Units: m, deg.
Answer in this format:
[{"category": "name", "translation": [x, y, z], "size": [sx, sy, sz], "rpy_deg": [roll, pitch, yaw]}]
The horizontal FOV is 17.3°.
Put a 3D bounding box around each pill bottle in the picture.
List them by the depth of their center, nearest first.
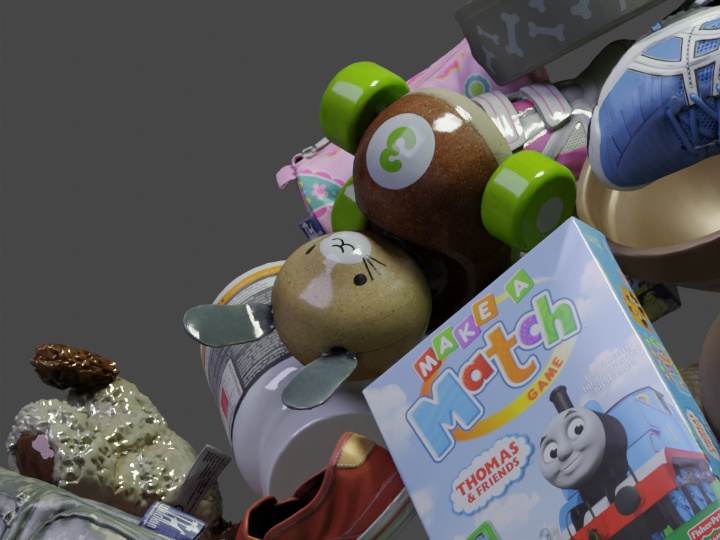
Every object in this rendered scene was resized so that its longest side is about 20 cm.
[{"category": "pill bottle", "translation": [-0.030, 0.082, 1.467], "size": [0.116, 0.116, 0.200], "rpy_deg": [-39, 27, 7]}]

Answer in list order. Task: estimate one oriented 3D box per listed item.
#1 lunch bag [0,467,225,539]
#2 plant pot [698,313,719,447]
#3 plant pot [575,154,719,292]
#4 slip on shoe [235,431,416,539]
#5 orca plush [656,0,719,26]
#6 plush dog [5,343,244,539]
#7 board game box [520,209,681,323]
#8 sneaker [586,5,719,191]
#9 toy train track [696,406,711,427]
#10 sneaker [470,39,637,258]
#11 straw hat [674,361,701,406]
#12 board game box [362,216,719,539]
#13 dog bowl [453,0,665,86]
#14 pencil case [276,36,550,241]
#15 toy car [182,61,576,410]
[{"category": "lunch bag", "translation": [-0.156, 0.215, 1.246], "size": [0.168, 0.139, 0.200], "rpy_deg": [16, 71, 41]}, {"category": "plant pot", "translation": [0.254, 0.039, 1.115], "size": [0.175, 0.200, 0.200], "rpy_deg": [-36, 22, 52]}, {"category": "plant pot", "translation": [0.230, -0.055, 1.351], "size": [0.201, 0.093, 0.201], "rpy_deg": [-32, 30, 21]}, {"category": "slip on shoe", "translation": [-0.044, 0.154, 1.300], "size": [0.200, 0.061, 0.074], "rpy_deg": [-43, 6, 33]}, {"category": "orca plush", "translation": [0.251, -0.156, 1.487], "size": [0.105, 0.071, 0.200], "rpy_deg": [-37, 4, -6]}, {"category": "plush dog", "translation": [-0.152, 0.136, 1.532], "size": [0.160, 0.200, 0.172], "rpy_deg": [-13, 33, -16]}, {"category": "board game box", "translation": [0.133, -0.012, 1.490], "size": [0.120, 0.032, 0.200], "rpy_deg": [-36, 28, 21]}, {"category": "sneaker", "translation": [0.207, -0.108, 1.275], "size": [0.200, 0.076, 0.077], "rpy_deg": [-36, 24, 14]}, {"category": "toy train track", "translation": [0.095, 0.079, 1.226], "size": [0.200, 0.033, 0.115], "rpy_deg": [-2, 65, 45]}, {"category": "sneaker", "translation": [0.104, -0.079, 1.496], "size": [0.200, 0.088, 0.081], "rpy_deg": [-45, 27, -3]}, {"category": "straw hat", "translation": [0.128, 0.099, 1.270], "size": [0.201, 0.085, 0.201], "rpy_deg": [-32, 29, 20]}, {"category": "board game box", "translation": [0.097, 0.095, 1.174], "size": [0.151, 0.037, 0.200], "rpy_deg": [-41, 50, 19]}, {"category": "dog bowl", "translation": [0.154, -0.184, 1.539], "size": [0.200, 0.059, 0.200], "rpy_deg": [-27, 2, 1]}, {"category": "pencil case", "translation": [0.041, -0.094, 1.666], "size": [0.200, 0.087, 0.087], "rpy_deg": [-34, 28, 13]}, {"category": "toy car", "translation": [0.000, 0.000, 1.363], "size": [0.200, 0.158, 0.164], "rpy_deg": [-35, 48, -29]}]
